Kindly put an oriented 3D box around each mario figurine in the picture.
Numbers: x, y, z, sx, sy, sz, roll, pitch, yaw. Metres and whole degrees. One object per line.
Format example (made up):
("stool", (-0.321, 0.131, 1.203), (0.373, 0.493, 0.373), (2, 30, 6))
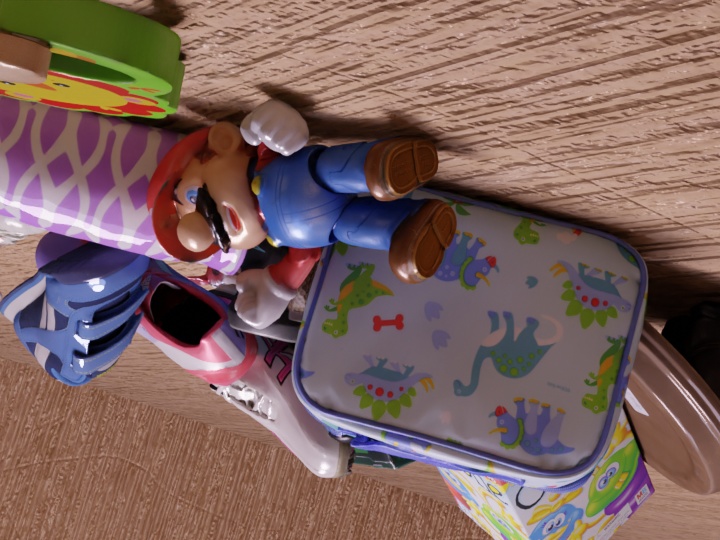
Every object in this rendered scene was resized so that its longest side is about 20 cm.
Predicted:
("mario figurine", (-0.050, -0.029, 1.226), (0.199, 0.124, 0.106), (3, 177, 40))

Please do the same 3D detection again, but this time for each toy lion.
("toy lion", (-0.165, -0.114, 1.123), (0.191, 0.069, 0.199), (16, 173, -42))

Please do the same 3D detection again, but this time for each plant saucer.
("plant saucer", (0.176, 0.075, 1.409), (0.200, 0.029, 0.200), (46, 169, 11))

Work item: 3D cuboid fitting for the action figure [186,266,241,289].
("action figure", (-0.054, 0.026, 1.709), (0.200, 0.134, 0.149), (36, -156, -30))

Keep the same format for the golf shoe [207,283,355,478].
("golf shoe", (-0.067, 0.083, 1.543), (0.092, 0.073, 0.200), (-8, -143, -24))

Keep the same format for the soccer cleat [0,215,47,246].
("soccer cleat", (-0.241, -0.042, 1.452), (0.069, 0.078, 0.200), (21, -174, -20))

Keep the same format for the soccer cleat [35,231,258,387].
("soccer cleat", (-0.155, 0.013, 1.519), (0.199, 0.067, 0.077), (32, 164, 26))

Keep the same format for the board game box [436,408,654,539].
("board game box", (0.110, 0.109, 1.435), (0.103, 0.105, 0.200), (40, 168, 34))

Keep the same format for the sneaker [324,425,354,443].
("sneaker", (0.028, 0.064, 1.482), (0.078, 0.090, 0.200), (8, -160, 35))

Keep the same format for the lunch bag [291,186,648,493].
("lunch bag", (0.064, 0.041, 1.296), (0.199, 0.162, 0.082), (14, 170, 8))

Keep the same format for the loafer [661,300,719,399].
("loafer", (0.237, 0.066, 1.409), (0.072, 0.073, 0.200), (16, 171, 0))

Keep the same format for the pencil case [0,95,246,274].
("pencil case", (-0.158, -0.056, 1.339), (0.199, 0.084, 0.085), (17, 169, -9))

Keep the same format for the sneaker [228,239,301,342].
("sneaker", (-0.042, -0.004, 1.504), (0.075, 0.080, 0.200), (11, -170, 3))

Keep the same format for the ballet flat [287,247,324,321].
("ballet flat", (0.000, 0.000, 1.435), (0.067, 0.047, 0.200), (2, -173, 20))

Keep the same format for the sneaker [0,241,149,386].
("sneaker", (-0.177, 0.025, 1.443), (0.074, 0.083, 0.200), (-28, 179, -25))

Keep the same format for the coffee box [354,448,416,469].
("coffee box", (0.074, 0.089, 1.587), (0.199, 0.044, 0.123), (-21, -172, -25))
